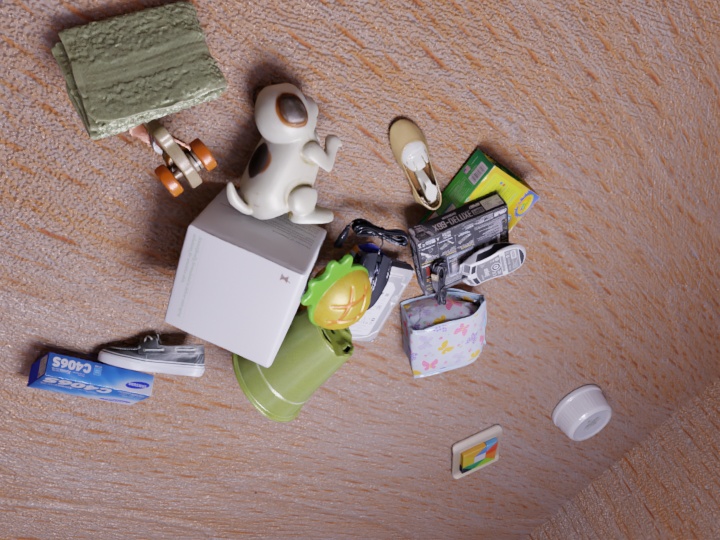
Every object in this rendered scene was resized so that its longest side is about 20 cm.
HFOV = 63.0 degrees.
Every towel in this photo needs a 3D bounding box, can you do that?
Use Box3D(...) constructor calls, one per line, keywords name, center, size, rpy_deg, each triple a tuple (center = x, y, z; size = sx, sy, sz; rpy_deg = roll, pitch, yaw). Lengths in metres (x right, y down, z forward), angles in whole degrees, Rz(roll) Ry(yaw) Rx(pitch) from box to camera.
Box3D(name="towel", center=(-0.292, -0.269, 0.781), size=(0.197, 0.151, 0.036), rpy_deg=(-23, 178, -13))

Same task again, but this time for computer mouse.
Box3D(name="computer mouse", center=(0.000, 0.000, 1.118), size=(0.138, 0.046, 0.202), rpy_deg=(18, 116, -26))
Box3D(name="computer mouse", center=(0.231, -0.007, 1.168), size=(0.197, 0.044, 0.111), rpy_deg=(-21, 132, 2))

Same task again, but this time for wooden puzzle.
Box3D(name="wooden puzzle", center=(0.388, 0.609, 1.948), size=(0.182, 0.037, 0.202), rpy_deg=(-20, 134, -11))

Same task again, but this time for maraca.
Box3D(name="maraca", center=(-0.042, 0.038, 1.033), size=(0.137, 0.107, 0.200), rpy_deg=(-46, 157, -6))

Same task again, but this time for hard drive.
Box3D(name="hard drive", center=(0.012, 0.061, 1.228), size=(0.138, 0.038, 0.202), rpy_deg=(11, 120, -35))

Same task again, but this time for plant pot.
Box3D(name="plant pot", center=(-0.119, 0.162, 1.159), size=(0.189, 0.202, 0.199), rpy_deg=(-36, 136, 22))

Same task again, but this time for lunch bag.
Box3D(name="lunch bag", center=(0.200, 0.142, 1.392), size=(0.196, 0.128, 0.172), rpy_deg=(-12, 131, -5))

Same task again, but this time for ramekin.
Box3D(name="ramekin", center=(0.762, 0.493, 2.008), size=(0.199, 0.095, 0.205), rpy_deg=(-14, 132, -16))

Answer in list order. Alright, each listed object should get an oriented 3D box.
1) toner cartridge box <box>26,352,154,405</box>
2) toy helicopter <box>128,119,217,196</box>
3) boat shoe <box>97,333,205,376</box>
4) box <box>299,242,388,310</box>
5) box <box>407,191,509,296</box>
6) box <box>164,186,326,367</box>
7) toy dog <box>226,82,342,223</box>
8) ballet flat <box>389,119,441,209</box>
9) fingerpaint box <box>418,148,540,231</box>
Box3D(name="toner cartridge box", center=(-0.502, 0.207, 1.102), size=(0.094, 0.044, 0.198), rpy_deg=(-24, 145, 39))
Box3D(name="toy helicopter", center=(-0.298, -0.207, 0.851), size=(0.078, 0.132, 0.201), rpy_deg=(-38, 112, -8))
Box3D(name="boat shoe", center=(-0.395, 0.158, 1.128), size=(0.196, 0.072, 0.073), rpy_deg=(9, 81, -13))
Box3D(name="box", center=(-0.022, 0.034, 1.240), size=(0.200, 0.042, 0.119), rpy_deg=(-42, 134, 13))
Box3D(name="box", center=(0.201, -0.050, 1.179), size=(0.197, 0.050, 0.159), rpy_deg=(-23, 136, -5))
Box3D(name="box", center=(-0.189, 0.008, 0.987), size=(0.197, 0.172, 0.201), rpy_deg=(23, 120, -4))
Box3D(name="toy dog", center=(-0.126, -0.192, 0.934), size=(0.191, 0.139, 0.204), rpy_deg=(-6, 118, -29))
Box3D(name="ballet flat", center=(0.112, -0.194, 1.101), size=(0.068, 0.063, 0.201), rpy_deg=(-33, 135, 1))
Box3D(name="fingerpaint box", center=(0.245, -0.125, 1.222), size=(0.165, 0.074, 0.201), rpy_deg=(20, 118, -38))
